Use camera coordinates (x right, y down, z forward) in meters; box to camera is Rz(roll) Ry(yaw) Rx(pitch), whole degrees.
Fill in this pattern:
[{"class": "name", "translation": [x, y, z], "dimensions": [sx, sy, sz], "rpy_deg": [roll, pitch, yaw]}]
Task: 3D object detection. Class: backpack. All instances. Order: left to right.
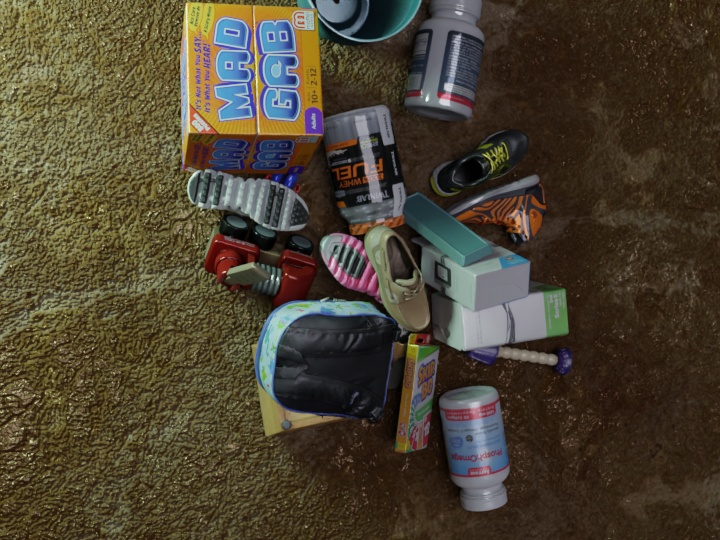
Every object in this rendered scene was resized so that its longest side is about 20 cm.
[{"class": "backpack", "translation": [-0.063, 0.133, 1.558], "dimensions": [0.198, 0.147, 0.185], "rpy_deg": [5, 102, -28]}]

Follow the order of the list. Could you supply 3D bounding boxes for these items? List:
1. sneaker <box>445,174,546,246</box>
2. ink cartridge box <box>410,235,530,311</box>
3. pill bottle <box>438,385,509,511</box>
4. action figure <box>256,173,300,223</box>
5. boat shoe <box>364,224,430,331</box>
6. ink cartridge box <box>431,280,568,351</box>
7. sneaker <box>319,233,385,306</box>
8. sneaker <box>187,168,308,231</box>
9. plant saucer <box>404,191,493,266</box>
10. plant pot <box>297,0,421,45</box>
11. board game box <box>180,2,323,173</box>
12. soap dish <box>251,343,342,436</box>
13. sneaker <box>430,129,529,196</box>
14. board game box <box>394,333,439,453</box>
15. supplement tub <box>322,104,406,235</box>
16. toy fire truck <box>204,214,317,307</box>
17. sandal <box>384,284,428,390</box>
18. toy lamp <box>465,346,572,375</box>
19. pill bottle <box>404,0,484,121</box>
[{"class": "sneaker", "translation": [0.248, -0.091, 1.772], "dimensions": [0.198, 0.078, 0.113], "rpy_deg": [-19, 96, -15]}, {"class": "ink cartridge box", "translation": [0.182, -0.005, 1.699], "dimensions": [0.115, 0.200, 0.067], "rpy_deg": [-13, 115, -26]}, {"class": "pill bottle", "translation": [0.203, 0.312, 1.757], "dimensions": [0.108, 0.109, 0.202], "rpy_deg": [-11, 95, -16]}, {"class": "action figure", "translation": [-0.134, -0.143, 1.672], "dimensions": [0.065, 0.052, 0.202], "rpy_deg": [23, 88, -19]}, {"class": "boat shoe", "translation": [0.068, 0.021, 1.636], "dimensions": [0.071, 0.064, 0.201], "rpy_deg": [-37, 116, -18]}, {"class": "ink cartridge box", "translation": [0.239, 0.075, 1.738], "dimensions": [0.198, 0.145, 0.085], "rpy_deg": [-7, 98, -16]}, {"class": "sneaker", "translation": [0.000, 0.000, 1.688], "dimensions": [0.199, 0.095, 0.079], "rpy_deg": [36, 86, -29]}, {"class": "sneaker", "translation": [-0.179, -0.116, 1.616], "dimensions": [0.198, 0.081, 0.076], "rpy_deg": [18, 91, -8]}, {"class": "plant saucer", "translation": [0.134, -0.075, 1.685], "dimensions": [0.069, 0.200, 0.019], "rpy_deg": [-24, 134, -27]}, {"class": "plant pot", "translation": [-0.020, -0.457, 1.620], "dimensions": [0.198, 0.188, 0.202], "rpy_deg": [-1, 93, -17]}, {"class": "board game box", "translation": [-0.174, -0.274, 1.548], "dimensions": [0.198, 0.200, 0.202], "rpy_deg": [-1, 79, -13]}, {"class": "soap dish", "translation": [-0.073, 0.186, 1.684], "dimensions": [0.198, 0.081, 0.159], "rpy_deg": [-10, 95, -15]}, {"class": "sneaker", "translation": [0.222, -0.186, 1.757], "dimensions": [0.199, 0.085, 0.075], "rpy_deg": [-31, 101, -13]}, {"class": "board game box", "translation": [0.100, 0.211, 1.736], "dimensions": [0.030, 0.095, 0.202], "rpy_deg": [4, 89, 27]}, {"class": "supplement tub", "translation": [0.009, -0.167, 1.674], "dimensions": [0.121, 0.122, 0.202], "rpy_deg": [-15, 96, -16]}, {"class": "toy fire truck", "translation": [-0.151, 0.003, 1.573], "dimensions": [0.174, 0.201, 0.129], "rpy_deg": [17, 119, -17]}, {"class": "sandal", "translation": [0.071, 0.109, 1.737], "dimensions": [0.081, 0.055, 0.202], "rpy_deg": [26, 84, -16]}, {"class": "toy lamp", "translation": [0.284, 0.150, 1.803], "dimensions": [0.198, 0.058, 0.059], "rpy_deg": [8, 90, -18]}, {"class": "pill bottle", "translation": [0.149, -0.367, 1.710], "dimensions": [0.118, 0.119, 0.202], "rpy_deg": [11, 89, -17]}]
